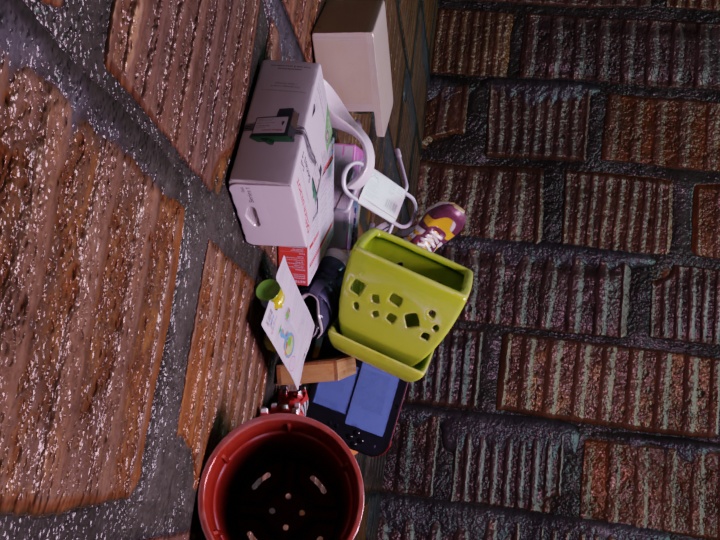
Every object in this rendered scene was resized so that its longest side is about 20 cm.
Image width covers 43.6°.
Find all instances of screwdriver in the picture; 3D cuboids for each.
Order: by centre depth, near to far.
[{"bbox_3d":[-0.050,-0.090,1.579,0.029,0.028,0.200,70,43,-67],"label":"screwdriver"}]

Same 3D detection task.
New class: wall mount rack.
[{"bbox_3d":[0.025,-0.160,1.585,0.200,0.074,0.174,29,77,-44],"label":"wall mount rack"}]

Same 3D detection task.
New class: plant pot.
[{"bbox_3d":[-0.099,0.305,1.170,0.195,0.200,0.201,97,1,-69],"label":"plant pot"},{"bbox_3d":[0.060,0.060,1.493,0.200,0.198,0.182,-50,163,-73],"label":"plant pot"}]

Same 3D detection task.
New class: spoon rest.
[{"bbox_3d":[-0.031,-0.230,1.433,0.200,0.061,0.099,65,22,7],"label":"spoon rest"}]

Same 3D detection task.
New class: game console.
[{"bbox_3d":[-0.008,0.217,1.615,0.031,0.176,0.201,8,99,-77],"label":"game console"}]

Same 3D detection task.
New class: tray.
[{"bbox_3d":[-0.070,0.165,1.514,0.200,0.098,0.037,16,69,-82],"label":"tray"}]

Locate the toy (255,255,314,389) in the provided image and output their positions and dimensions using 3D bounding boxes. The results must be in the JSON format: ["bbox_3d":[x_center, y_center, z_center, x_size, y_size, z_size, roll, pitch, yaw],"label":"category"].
[{"bbox_3d":[-0.118,0.078,1.325,0.200,0.047,0.115,77,23,-56],"label":"toy"}]

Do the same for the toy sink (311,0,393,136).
[{"bbox_3d":[-0.013,-0.345,1.550,0.131,0.112,0.200,-75,163,-48],"label":"toy sink"}]

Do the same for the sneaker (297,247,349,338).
[{"bbox_3d":[-0.079,0.077,1.520,0.203,0.077,0.146,101,12,-47],"label":"sneaker"}]

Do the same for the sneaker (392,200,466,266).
[{"bbox_3d":[0.115,-0.048,1.625,0.200,0.075,0.090,-37,-152,46],"label":"sneaker"}]

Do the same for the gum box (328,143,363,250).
[{"bbox_3d":[-0.038,-0.139,1.660,0.113,0.066,0.201,-7,102,-81],"label":"gum box"}]

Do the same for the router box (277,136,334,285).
[{"bbox_3d":[-0.084,-0.100,1.430,0.200,0.049,0.180,-68,161,-63],"label":"router box"}]

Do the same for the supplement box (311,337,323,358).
[{"bbox_3d":[-0.016,0.105,1.736,0.074,0.126,0.200,102,0,-52],"label":"supplement box"}]

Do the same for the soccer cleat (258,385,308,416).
[{"bbox_3d":[-0.116,0.238,1.383,0.200,0.068,0.086,-64,154,-80],"label":"soccer cleat"}]

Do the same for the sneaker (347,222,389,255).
[{"bbox_3d":[0.000,0.000,1.648,0.200,0.079,0.078,-44,174,-19],"label":"sneaker"}]

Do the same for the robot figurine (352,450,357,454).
[{"bbox_3d":[-0.040,0.275,1.746,0.117,0.143,0.201,23,71,-53],"label":"robot figurine"}]

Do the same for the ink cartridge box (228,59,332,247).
[{"bbox_3d":[-0.099,-0.149,1.175,0.146,0.084,0.201,80,17,-59],"label":"ink cartridge box"}]
